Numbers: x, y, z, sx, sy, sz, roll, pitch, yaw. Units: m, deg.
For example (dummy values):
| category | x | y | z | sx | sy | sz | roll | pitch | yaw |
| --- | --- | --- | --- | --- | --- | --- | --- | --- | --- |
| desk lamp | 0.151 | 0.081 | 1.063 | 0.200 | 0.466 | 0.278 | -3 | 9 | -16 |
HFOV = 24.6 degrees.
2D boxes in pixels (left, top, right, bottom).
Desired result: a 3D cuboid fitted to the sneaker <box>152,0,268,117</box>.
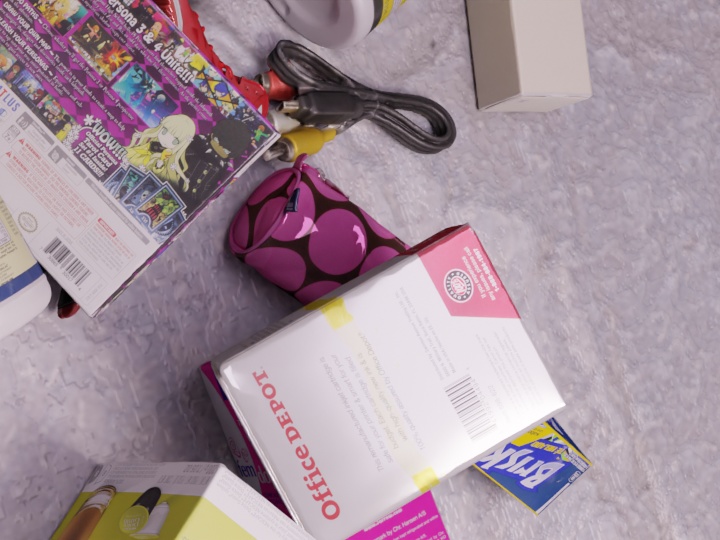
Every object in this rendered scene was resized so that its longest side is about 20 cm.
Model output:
| category | x | y | z | sx | sy | sz | roll | pitch | yaw |
| --- | --- | --- | --- | --- | --- | --- | --- | --- | --- |
| sneaker | -0.130 | -0.154 | 1.215 | 0.115 | 0.078 | 0.201 | -37 | 127 | -55 |

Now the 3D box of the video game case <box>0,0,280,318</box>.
| category | x | y | z | sx | sy | sz | roll | pitch | yaw |
| --- | --- | --- | --- | --- | --- | --- | --- | --- | --- |
| video game case | -0.186 | -0.101 | 1.127 | 0.181 | 0.036 | 0.200 | -45 | 89 | 4 |

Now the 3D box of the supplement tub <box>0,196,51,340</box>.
| category | x | y | z | sx | sy | sz | roll | pitch | yaw |
| --- | --- | --- | --- | --- | --- | --- | --- | --- | --- |
| supplement tub | -0.306 | -0.033 | 1.059 | 0.145 | 0.145 | 0.200 | -33 | 100 | -31 |

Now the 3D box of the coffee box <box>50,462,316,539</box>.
| category | x | y | z | sx | sy | sz | roll | pitch | yaw |
| --- | --- | --- | --- | --- | --- | --- | --- | --- | --- |
| coffee box | -0.116 | 0.265 | 1.099 | 0.200 | 0.199 | 0.198 | 42 | 65 | -20 |

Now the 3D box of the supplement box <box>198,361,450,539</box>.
| category | x | y | z | sx | sy | sz | roll | pitch | yaw |
| --- | --- | --- | --- | --- | --- | --- | --- | --- | --- |
| supplement box | -0.026 | 0.141 | 1.232 | 0.103 | 0.101 | 0.201 | -23 | 94 | -30 |

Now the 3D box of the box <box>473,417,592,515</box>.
| category | x | y | z | sx | sy | sz | roll | pitch | yaw |
| --- | --- | --- | --- | --- | --- | --- | --- | --- | --- |
| box | 0.099 | 0.113 | 1.280 | 0.064 | 0.070 | 0.200 | -44 | 135 | 6 |

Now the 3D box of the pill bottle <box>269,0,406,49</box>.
| category | x | y | z | sx | sy | sz | roll | pitch | yaw |
| --- | --- | --- | --- | --- | --- | --- | --- | --- | --- |
| pill bottle | 0.020 | -0.275 | 1.314 | 0.200 | 0.114 | 0.114 | -44 | 106 | -28 |

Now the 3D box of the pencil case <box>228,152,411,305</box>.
| category | x | y | z | sx | sy | sz | roll | pitch | yaw |
| --- | --- | --- | --- | --- | --- | --- | --- | --- | --- |
| pencil case | 0.000 | 0.000 | 1.275 | 0.200 | 0.091 | 0.094 | 37 | 79 | -25 |

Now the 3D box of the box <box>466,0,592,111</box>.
| category | x | y | z | sx | sy | sz | roll | pitch | yaw |
| --- | --- | --- | --- | --- | --- | --- | --- | --- | --- |
| box | 0.138 | -0.239 | 1.408 | 0.082 | 0.068 | 0.201 | -2 | 84 | -31 |

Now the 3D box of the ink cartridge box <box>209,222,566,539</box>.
| category | x | y | z | sx | sy | sz | roll | pitch | yaw |
| --- | --- | --- | --- | --- | --- | --- | --- | --- | --- |
| ink cartridge box | 0.015 | 0.078 | 1.131 | 0.200 | 0.083 | 0.146 | -29 | 95 | -9 |

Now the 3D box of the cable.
| category | x | y | z | sx | sy | sz | roll | pitch | yaw |
| --- | --- | --- | --- | --- | --- | --- | --- | --- | --- |
| cable | -0.013 | -0.132 | 1.329 | 0.200 | 0.050 | 0.097 | -1 | 66 | -44 |

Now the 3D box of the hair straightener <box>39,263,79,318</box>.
| category | x | y | z | sx | sy | sz | roll | pitch | yaw |
| --- | --- | --- | --- | --- | --- | --- | --- | --- | --- |
| hair straightener | -0.212 | -0.071 | 1.182 | 0.077 | 0.041 | 0.201 | 23 | 72 | -27 |
